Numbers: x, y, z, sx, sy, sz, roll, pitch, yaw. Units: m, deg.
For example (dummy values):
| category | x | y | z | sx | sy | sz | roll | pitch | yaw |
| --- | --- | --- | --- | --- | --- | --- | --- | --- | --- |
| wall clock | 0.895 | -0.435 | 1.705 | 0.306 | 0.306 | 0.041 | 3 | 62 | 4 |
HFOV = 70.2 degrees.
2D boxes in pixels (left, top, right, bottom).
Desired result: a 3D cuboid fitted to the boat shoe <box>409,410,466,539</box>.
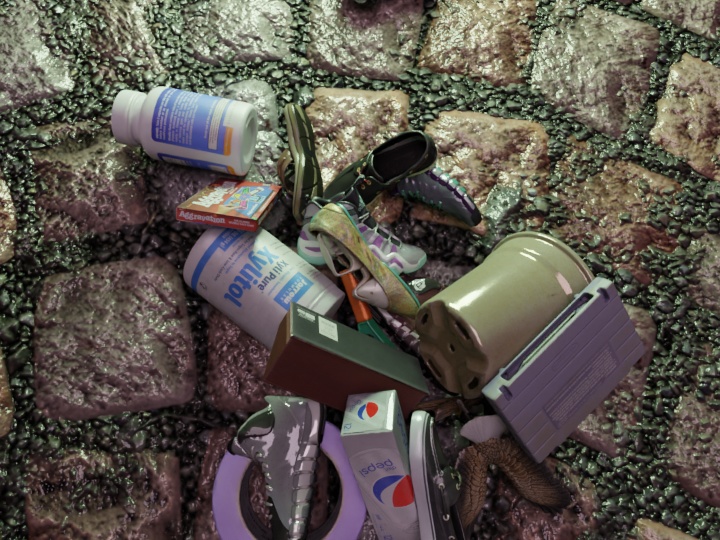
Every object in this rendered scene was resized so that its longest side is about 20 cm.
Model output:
| category | x | y | z | sx | sy | sz | roll | pitch | yaw |
| --- | --- | --- | --- | --- | --- | --- | --- | --- | --- |
| boat shoe | 0.099 | 0.272 | 0.628 | 0.056 | 0.069 | 0.201 | -8 | 88 | 15 |

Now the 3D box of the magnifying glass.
| category | x | y | z | sx | sy | sz | roll | pitch | yaw |
| --- | --- | --- | --- | --- | --- | --- | --- | --- | --- |
| magnifying glass | 0.013 | 0.093 | 0.744 | 0.022 | 0.079 | 0.201 | -14 | 84 | -53 |

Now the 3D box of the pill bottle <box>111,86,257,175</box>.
| category | x | y | z | sx | sy | sz | roll | pitch | yaw |
| --- | --- | --- | --- | --- | --- | --- | --- | --- | --- |
| pill bottle | -0.269 | -0.220 | 0.794 | 0.199 | 0.112 | 0.113 | 11 | 75 | -1 |

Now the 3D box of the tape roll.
| category | x | y | z | sx | sy | sz | roll | pitch | yaw |
| --- | --- | --- | --- | --- | --- | --- | --- | --- | --- |
| tape roll | -0.091 | 0.295 | 0.688 | 0.199 | 0.085 | 0.201 | 1 | 75 | -3 |

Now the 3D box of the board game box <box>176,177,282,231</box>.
| category | x | y | z | sx | sy | sz | roll | pitch | yaw |
| --- | --- | --- | --- | --- | --- | --- | --- | --- | --- |
| board game box | -0.180 | -0.100 | 0.738 | 0.102 | 0.200 | 0.020 | 7 | 111 | -2 |

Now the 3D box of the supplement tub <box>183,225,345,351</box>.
| category | x | y | z | sx | sy | sz | roll | pitch | yaw |
| --- | --- | --- | --- | --- | --- | --- | --- | --- | --- |
| supplement tub | -0.136 | 0.024 | 0.730 | 0.200 | 0.132 | 0.132 | 36 | 76 | 6 |

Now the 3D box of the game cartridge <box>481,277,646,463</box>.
| category | x | y | z | sx | sy | sz | roll | pitch | yaw |
| --- | --- | --- | --- | --- | --- | --- | --- | --- | --- |
| game cartridge | 0.247 | 0.120 | 0.612 | 0.200 | 0.038 | 0.130 | -41 | 118 | -9 |

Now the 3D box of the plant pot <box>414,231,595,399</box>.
| category | x | y | z | sx | sy | sz | roll | pitch | yaw |
| --- | --- | --- | --- | --- | --- | --- | --- | --- | --- |
| plant pot | 0.181 | 0.070 | 0.681 | 0.183 | 0.200 | 0.201 | -21 | 77 | -28 |

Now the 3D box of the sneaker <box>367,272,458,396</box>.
| category | x | y | z | sx | sy | sz | roll | pitch | yaw |
| --- | --- | --- | --- | --- | --- | --- | --- | --- | --- |
| sneaker | 0.108 | 0.079 | 0.764 | 0.115 | 0.076 | 0.200 | -39 | 81 | -15 |

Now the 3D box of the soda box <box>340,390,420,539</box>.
| category | x | y | z | sx | sy | sz | roll | pitch | yaw |
| --- | --- | --- | --- | --- | --- | --- | --- | --- | --- |
| soda box | 0.033 | 0.247 | 0.635 | 0.063 | 0.068 | 0.201 | -9 | 118 | 13 |

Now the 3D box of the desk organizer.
| category | x | y | z | sx | sy | sz | roll | pitch | yaw |
| --- | --- | --- | --- | --- | --- | --- | --- | --- | --- |
| desk organizer | -0.019 | 0.125 | 0.649 | 0.199 | 0.072 | 0.077 | 27 | 113 | -21 |

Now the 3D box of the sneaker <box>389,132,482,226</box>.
| category | x | y | z | sx | sy | sz | roll | pitch | yaw |
| --- | --- | --- | --- | --- | --- | --- | --- | --- | --- |
| sneaker | 0.103 | -0.127 | 0.828 | 0.088 | 0.074 | 0.200 | -43 | 74 | 4 |

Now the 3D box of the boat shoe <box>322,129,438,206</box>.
| category | x | y | z | sx | sy | sz | roll | pitch | yaw |
| --- | --- | --- | --- | --- | --- | --- | --- | --- | --- |
| boat shoe | 0.022 | -0.153 | 0.791 | 0.201 | 0.063 | 0.074 | -25 | 78 | 18 |

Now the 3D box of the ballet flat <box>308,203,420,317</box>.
| category | x | y | z | sx | sy | sz | roll | pitch | yaw |
| --- | --- | --- | --- | --- | --- | --- | --- | --- | --- |
| ballet flat | 0.000 | 0.000 | 0.708 | 0.071 | 0.071 | 0.200 | -39 | 93 | -12 |

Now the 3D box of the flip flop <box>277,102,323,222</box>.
| category | x | y | z | sx | sy | sz | roll | pitch | yaw |
| --- | --- | --- | --- | --- | --- | --- | --- | --- | --- |
| flip flop | -0.105 | -0.170 | 0.817 | 0.057 | 0.081 | 0.201 | -14 | 78 | 17 |

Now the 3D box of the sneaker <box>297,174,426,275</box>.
| category | x | y | z | sx | sy | sz | roll | pitch | yaw |
| --- | --- | --- | --- | --- | --- | --- | --- | --- | --- |
| sneaker | 0.008 | -0.071 | 0.762 | 0.199 | 0.078 | 0.141 | 5 | 113 | -4 |

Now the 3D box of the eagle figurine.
| category | x | y | z | sx | sy | sz | roll | pitch | yaw |
| --- | --- | --- | --- | --- | --- | --- | --- | --- | --- |
| eagle figurine | 0.177 | 0.261 | 0.691 | 0.150 | 0.151 | 0.201 | -7 | 77 | -41 |

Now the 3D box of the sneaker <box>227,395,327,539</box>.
| category | x | y | z | sx | sy | sz | roll | pitch | yaw |
| --- | --- | --- | --- | --- | --- | --- | --- | --- | --- |
| sneaker | -0.111 | 0.250 | 0.625 | 0.115 | 0.075 | 0.201 | 7 | 65 | 3 |

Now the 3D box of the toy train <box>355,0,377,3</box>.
| category | x | y | z | sx | sy | sz | roll | pitch | yaw |
| --- | --- | --- | --- | --- | --- | --- | --- | --- | --- |
| toy train | 0.043 | -0.556 | 0.919 | 0.200 | 0.087 | 0.115 | -34 | 86 | -12 |
